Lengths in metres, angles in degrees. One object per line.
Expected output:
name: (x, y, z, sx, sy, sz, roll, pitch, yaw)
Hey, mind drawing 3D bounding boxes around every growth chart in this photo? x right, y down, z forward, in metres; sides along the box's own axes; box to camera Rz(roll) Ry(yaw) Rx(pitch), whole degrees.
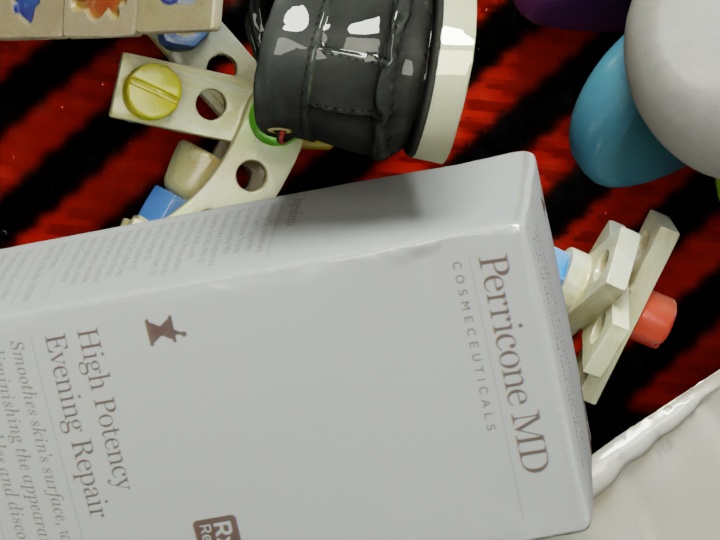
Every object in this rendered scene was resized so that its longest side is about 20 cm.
growth chart: (0.125, 0.080, 0.901, 0.199, 0.018, 0.145, -30, 127, -7)

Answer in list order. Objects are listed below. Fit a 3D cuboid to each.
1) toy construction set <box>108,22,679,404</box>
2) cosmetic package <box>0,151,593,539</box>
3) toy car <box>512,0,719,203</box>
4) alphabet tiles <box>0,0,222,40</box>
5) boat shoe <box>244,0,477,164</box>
toy construction set: (0.000, 0.000, 0.886, 0.199, 0.092, 0.132, 22, 86, 4)
cosmetic package: (-0.036, 0.037, 0.815, 0.199, 0.074, 0.102, -11, 109, 9)
toy car: (0.119, -0.107, 0.876, 0.149, 0.175, 0.201, 5, 88, 29)
alphabet tiles: (-0.083, -0.154, 0.838, 0.006, 0.199, 0.167, 6, 87, -47)
boat shoe: (-0.002, -0.088, 0.829, 0.063, 0.202, 0.074, 9, 111, -3)
